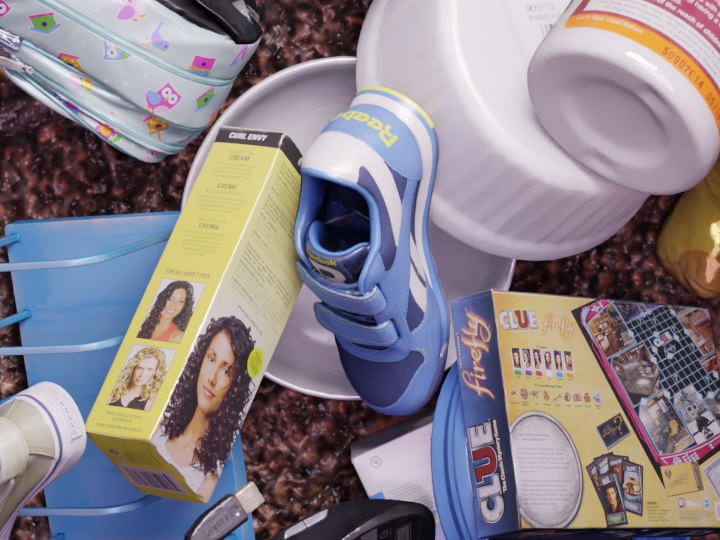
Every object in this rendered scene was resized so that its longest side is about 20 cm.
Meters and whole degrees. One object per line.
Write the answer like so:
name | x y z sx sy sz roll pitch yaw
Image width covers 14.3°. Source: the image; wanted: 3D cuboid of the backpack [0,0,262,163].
backpack | -0.157 -0.158 1.655 0.199 0.167 0.127 33 114 -7

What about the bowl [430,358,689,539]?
bowl | 0.116 0.122 1.675 0.039 0.200 0.202 -17 98 42

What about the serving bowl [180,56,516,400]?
serving bowl | -0.007 -0.027 1.704 0.199 0.066 0.202 0 96 -2

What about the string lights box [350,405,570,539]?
string lights box | 0.079 0.178 1.730 0.102 0.059 0.201 -24 96 1

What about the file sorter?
file sorter | -0.161 0.078 1.653 0.138 0.123 0.201 -3 101 30

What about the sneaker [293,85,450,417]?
sneaker | 0.000 0.000 1.608 0.074 0.082 0.201 12 124 30

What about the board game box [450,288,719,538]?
board game box | 0.137 0.085 1.654 0.034 0.199 0.136 -17 74 42

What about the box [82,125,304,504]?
box | -0.081 0.023 1.591 0.050 0.075 0.201 6 62 31

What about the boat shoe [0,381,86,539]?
boat shoe | -0.222 0.122 1.580 0.072 0.062 0.200 58 136 14

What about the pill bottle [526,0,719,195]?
pill bottle | 0.186 -0.148 1.565 0.114 0.114 0.200 39 62 -5

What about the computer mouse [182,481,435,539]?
computer mouse | -0.049 0.159 1.633 0.199 0.046 0.141 -28 135 -22

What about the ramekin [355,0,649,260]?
ramekin | 0.106 -0.115 1.638 0.199 0.098 0.202 7 71 -22

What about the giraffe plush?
giraffe plush | 0.264 -0.053 1.660 0.171 0.162 0.201 -2 96 -1
